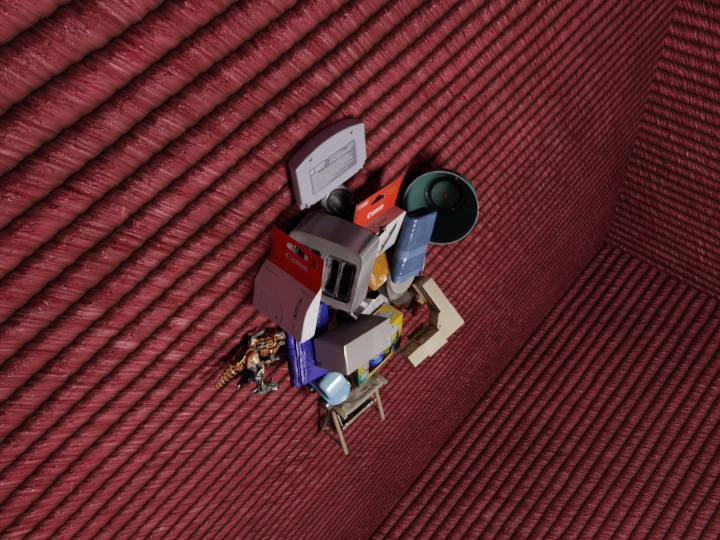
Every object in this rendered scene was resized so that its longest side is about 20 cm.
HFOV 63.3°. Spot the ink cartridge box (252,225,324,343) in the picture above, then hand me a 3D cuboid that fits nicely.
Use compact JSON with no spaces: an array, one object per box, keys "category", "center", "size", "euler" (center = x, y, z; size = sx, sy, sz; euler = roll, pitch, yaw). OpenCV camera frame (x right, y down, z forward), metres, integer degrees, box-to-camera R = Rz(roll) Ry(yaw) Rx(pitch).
[{"category":"ink cartridge box","center":[-0.155,0.031,1.228],"size":[0.047,0.160,0.201],"euler":[-28,140,-42]}]

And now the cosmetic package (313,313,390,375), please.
[{"category":"cosmetic package","center":[-0.018,0.184,1.492],"size":[0.199,0.106,0.091],"euler":[-22,113,-53]}]

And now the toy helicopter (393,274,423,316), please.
[{"category":"toy helicopter","center":[0.186,0.076,1.907],"size":[0.133,0.078,0.200],"euler":[-67,161,2]}]

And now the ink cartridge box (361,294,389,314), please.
[{"category":"ink cartridge box","center":[0.013,0.166,1.744],"size":[0.200,0.040,0.200],"euler":[-47,150,-18]}]

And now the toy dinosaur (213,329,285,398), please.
[{"category":"toy dinosaur","center":[-0.257,0.213,1.362],"size":[0.199,0.102,0.137],"euler":[-18,121,-23]}]

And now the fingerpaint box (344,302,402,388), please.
[{"category":"fingerpaint box","center":[0.036,0.220,1.712],"size":[0.200,0.073,0.168],"euler":[-39,148,-31]}]

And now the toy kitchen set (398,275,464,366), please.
[{"category":"toy kitchen set","center":[0.162,0.146,1.762],"size":[0.200,0.163,0.181],"euler":[-40,104,-10]}]

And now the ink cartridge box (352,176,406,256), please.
[{"category":"ink cartridge box","center":[0.043,-0.109,1.383],"size":[0.200,0.043,0.174],"euler":[-39,153,-44]}]

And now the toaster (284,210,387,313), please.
[{"category":"toaster","center":[-0.061,-0.023,1.274],"size":[0.119,0.180,0.201],"euler":[-54,162,-56]}]

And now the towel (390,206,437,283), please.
[{"category":"towel","center":[0.132,-0.066,1.521],"size":[0.111,0.048,0.201],"euler":[-21,135,-45]}]

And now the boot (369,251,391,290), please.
[{"category":"boot","center":[0.000,0.000,1.474],"size":[0.201,0.070,0.145],"euler":[-47,122,-29]}]

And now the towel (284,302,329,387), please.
[{"category":"towel","center":[-0.124,0.180,1.466],"size":[0.147,0.049,0.202],"euler":[-17,109,-48]}]

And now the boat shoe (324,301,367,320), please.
[{"category":"boat shoe","center":[-0.063,0.070,1.464],"size":[0.200,0.074,0.061],"euler":[32,88,-47]}]

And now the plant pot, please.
[{"category":"plant pot","center":[0.222,-0.188,1.575],"size":[0.134,0.199,0.202],"euler":[-60,169,-61]}]

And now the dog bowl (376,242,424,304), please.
[{"category":"dog bowl","center":[0.109,-0.009,1.652],"size":[0.200,0.058,0.202],"euler":[-32,131,-46]}]

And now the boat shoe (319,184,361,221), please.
[{"category":"boat shoe","center":[-0.025,-0.147,1.350],"size":[0.069,0.056,0.200],"euler":[-58,152,5]}]

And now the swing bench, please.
[{"category":"swing bench","center":[-0.025,0.439,1.881],"size":[0.198,0.129,0.201],"euler":[-33,138,-35]}]

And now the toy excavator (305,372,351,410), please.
[{"category":"toy excavator","center":[-0.103,0.282,1.608],"size":[0.100,0.195,0.200],"euler":[-43,177,-21]}]

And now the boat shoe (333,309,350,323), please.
[{"category":"boat shoe","center":[-0.019,0.066,1.573],"size":[0.073,0.063,0.203],"euler":[-16,130,-44]}]

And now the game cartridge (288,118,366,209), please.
[{"category":"game cartridge","center":[-0.067,-0.230,1.225],"size":[0.200,0.041,0.134],"euler":[-40,151,-27]}]
